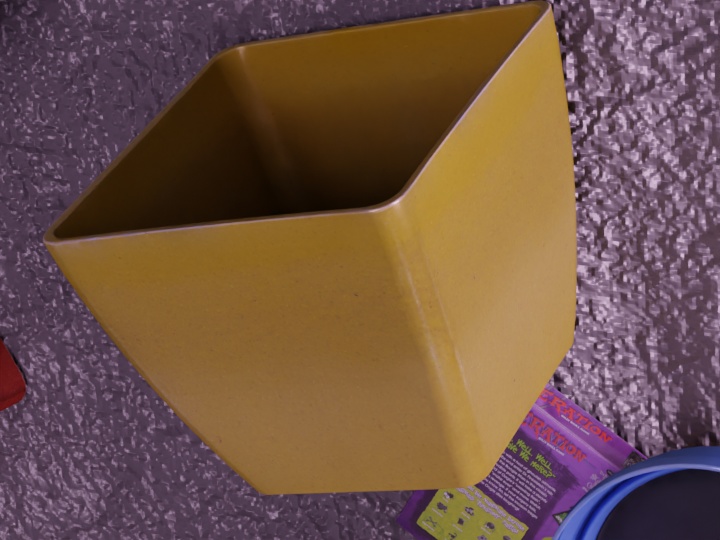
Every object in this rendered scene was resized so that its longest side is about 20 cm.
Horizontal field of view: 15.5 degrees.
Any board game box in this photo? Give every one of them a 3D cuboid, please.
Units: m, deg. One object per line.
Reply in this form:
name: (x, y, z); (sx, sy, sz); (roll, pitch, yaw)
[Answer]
board game box: (0.125, 0.148, 1.383); (0.200, 0.032, 0.120); (38, 129, 10)

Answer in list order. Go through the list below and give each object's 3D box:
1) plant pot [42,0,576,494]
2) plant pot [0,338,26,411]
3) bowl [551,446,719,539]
plant pot: (0.000, 0.000, 1.301); (0.200, 0.200, 0.177); (-5, 120, 32)
plant pot: (-0.354, 0.050, 1.527); (0.200, 0.176, 0.200); (-25, 97, 35)
bowl: (0.187, 0.180, 1.322); (0.200, 0.039, 0.201); (12, 117, 25)
